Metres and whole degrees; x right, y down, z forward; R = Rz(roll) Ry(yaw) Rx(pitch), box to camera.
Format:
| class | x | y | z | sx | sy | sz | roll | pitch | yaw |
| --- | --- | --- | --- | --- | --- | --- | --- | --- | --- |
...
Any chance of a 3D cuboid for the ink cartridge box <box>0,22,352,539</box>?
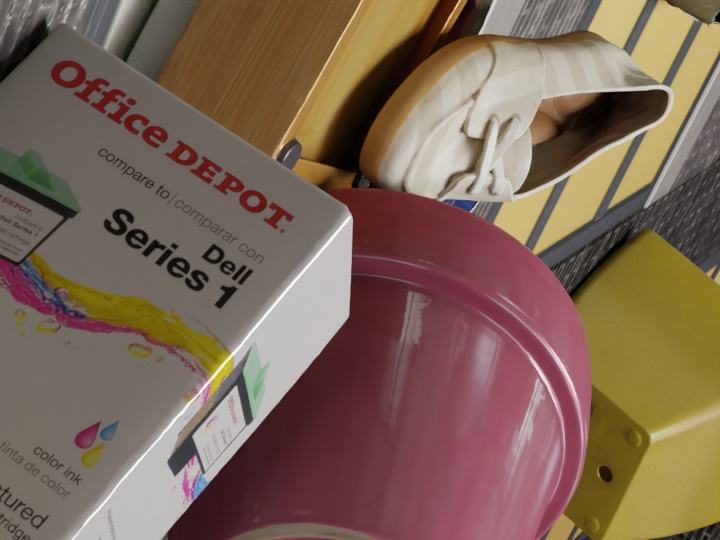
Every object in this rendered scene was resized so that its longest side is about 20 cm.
| class | x | y | z | sx | sy | sz | roll | pitch | yaw |
| --- | --- | --- | --- | --- | --- | --- | --- | --- | --- |
| ink cartridge box | -0.116 | 0.027 | 0.849 | 0.200 | 0.144 | 0.084 | -49 | 163 | -25 |

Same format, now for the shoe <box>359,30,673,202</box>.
| class | x | y | z | sx | sy | sz | roll | pitch | yaw |
| --- | --- | --- | --- | --- | --- | --- | --- | --- | --- |
| shoe | 0.076 | -0.071 | 1.065 | 0.200 | 0.053 | 0.070 | -21 | 136 | -48 |

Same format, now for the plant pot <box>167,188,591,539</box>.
| class | x | y | z | sx | sy | sz | roll | pitch | yaw |
| --- | --- | --- | --- | --- | --- | --- | --- | --- | --- |
| plant pot | -0.003 | 0.095 | 0.991 | 0.179 | 0.199 | 0.201 | -80 | -172 | -52 |

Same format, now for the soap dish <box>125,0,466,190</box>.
| class | x | y | z | sx | sy | sz | roll | pitch | yaw |
| --- | --- | --- | --- | --- | --- | --- | --- | --- | --- |
| soap dish | -0.009 | -0.125 | 0.993 | 0.201 | 0.081 | 0.157 | -60 | 164 | 6 |

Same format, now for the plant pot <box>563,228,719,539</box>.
| class | x | y | z | sx | sy | sz | roll | pitch | yaw |
| --- | --- | --- | --- | --- | --- | --- | --- | --- | --- |
| plant pot | 0.234 | 0.120 | 2.004 | 0.176 | 0.200 | 0.201 | -25 | 146 | -43 |

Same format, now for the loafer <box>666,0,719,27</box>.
| class | x | y | z | sx | sy | sz | roll | pitch | yaw |
| --- | --- | --- | --- | --- | --- | --- | --- | --- | --- |
| loafer | 0.256 | -0.206 | 1.646 | 0.076 | 0.067 | 0.200 | -63 | 163 | 20 |

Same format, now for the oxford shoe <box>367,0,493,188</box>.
| class | x | y | z | sx | sy | sz | roll | pitch | yaw |
| --- | --- | --- | --- | --- | --- | --- | --- | --- | --- |
| oxford shoe | 0.023 | -0.102 | 1.153 | 0.201 | 0.070 | 0.075 | -58 | 167 | 3 |

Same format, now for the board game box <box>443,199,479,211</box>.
| class | x | y | z | sx | sy | sz | roll | pitch | yaw |
| --- | --- | --- | --- | --- | --- | --- | --- | --- | --- |
| board game box | 0.000 | 0.000 | 1.208 | 0.200 | 0.043 | 0.199 | -54 | -174 | -12 |
